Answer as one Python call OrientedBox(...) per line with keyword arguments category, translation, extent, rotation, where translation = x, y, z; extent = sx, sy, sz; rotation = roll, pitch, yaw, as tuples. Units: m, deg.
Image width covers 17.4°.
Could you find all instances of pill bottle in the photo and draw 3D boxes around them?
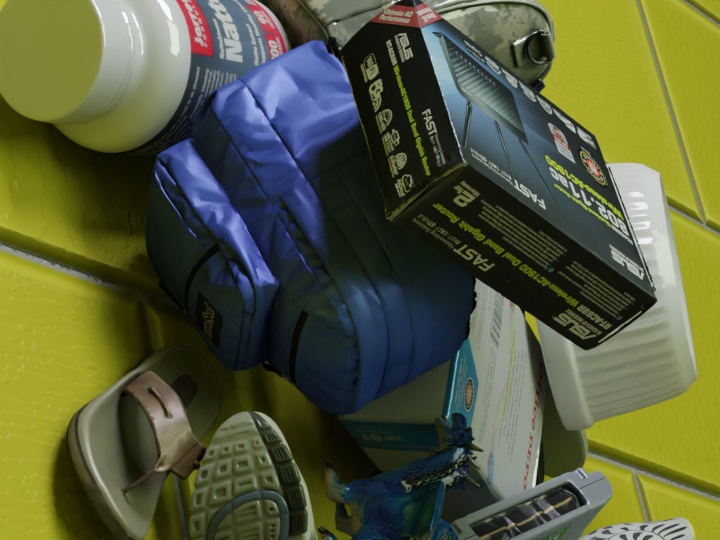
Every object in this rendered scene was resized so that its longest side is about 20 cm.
OrientedBox(category="pill bottle", translation=(-0.141, -0.133, 1.523), extent=(0.200, 0.119, 0.120), rotation=(2, 65, -60))

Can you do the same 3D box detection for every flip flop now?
OrientedBox(category="flip flop", translation=(-0.120, 0.097, 1.428), extent=(0.081, 0.057, 0.200), rotation=(61, 25, -11))

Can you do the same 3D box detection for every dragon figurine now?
OrientedBox(category="dragon figurine", translation=(0.028, 0.163, 1.450), extent=(0.200, 0.099, 0.059), rotation=(-84, 166, -53))

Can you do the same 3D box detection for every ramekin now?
OrientedBox(category="ramekin", translation=(0.187, 0.012, 1.760), extent=(0.200, 0.105, 0.201), rotation=(-11, 90, -81))

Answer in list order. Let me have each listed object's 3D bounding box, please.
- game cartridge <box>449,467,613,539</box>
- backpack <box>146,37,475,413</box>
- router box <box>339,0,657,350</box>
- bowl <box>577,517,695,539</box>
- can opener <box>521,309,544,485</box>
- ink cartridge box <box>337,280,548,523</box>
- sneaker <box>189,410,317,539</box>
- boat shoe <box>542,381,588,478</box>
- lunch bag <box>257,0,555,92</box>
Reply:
OrientedBox(category="game cartridge", translation=(0.080, 0.205, 1.593), extent=(0.200, 0.133, 0.041), rotation=(-15, 61, -51))
OrientedBox(category="backpack", translation=(-0.031, -0.007, 1.492), extent=(0.200, 0.168, 0.163), rotation=(52, -18, 21))
OrientedBox(category="router box", translation=(0.084, -0.058, 1.429), extent=(0.200, 0.062, 0.150), rotation=(32, 31, -40))
OrientedBox(category="bowl", translation=(0.165, 0.263, 1.700), extent=(0.094, 0.201, 0.201), rotation=(17, 39, -3))
OrientedBox(category="can opener", translation=(0.104, 0.072, 1.783), extent=(0.066, 0.052, 0.201), rotation=(-22, 109, -71))
OrientedBox(category="ink cartridge box", translation=(0.062, 0.082, 1.642), extent=(0.200, 0.084, 0.145), rotation=(54, 40, -55))
OrientedBox(category="sneaker", translation=(-0.056, 0.179, 1.447), extent=(0.087, 0.074, 0.201), rotation=(-68, 150, -73))
OrientedBox(category="boat shoe", translation=(0.120, 0.071, 1.854), extent=(0.201, 0.070, 0.072), rotation=(53, 32, -14))
OrientedBox(category="lunch bag", translation=(0.026, -0.178, 1.644), extent=(0.200, 0.167, 0.140), rotation=(-125, -163, -47))
